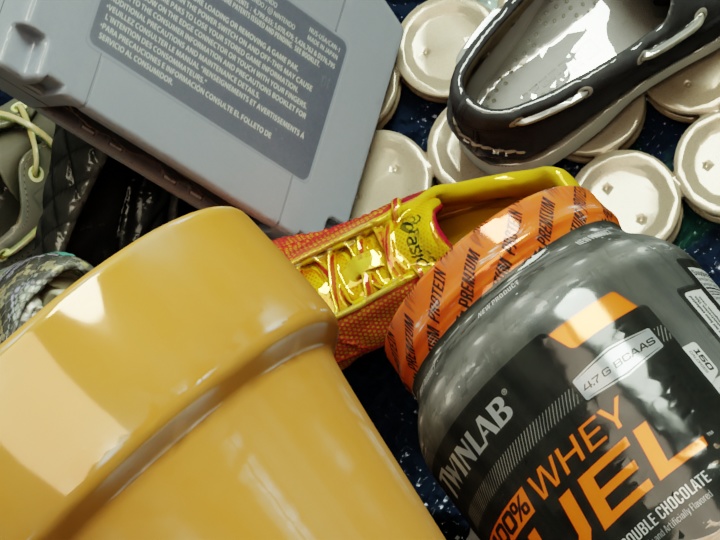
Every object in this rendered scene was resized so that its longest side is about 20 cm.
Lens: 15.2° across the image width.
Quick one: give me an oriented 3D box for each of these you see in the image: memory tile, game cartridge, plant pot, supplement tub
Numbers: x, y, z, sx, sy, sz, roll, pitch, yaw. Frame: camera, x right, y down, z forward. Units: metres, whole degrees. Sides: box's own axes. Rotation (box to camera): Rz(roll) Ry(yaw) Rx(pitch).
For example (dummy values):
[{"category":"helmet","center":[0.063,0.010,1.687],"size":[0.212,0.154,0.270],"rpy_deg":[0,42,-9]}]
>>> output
[{"category":"memory tile","center":[0.077,-0.061,1.184],"size":[0.199,0.017,0.154],"rpy_deg":[-20,69,2]},{"category":"game cartridge","center":[-0.065,-0.101,1.120],"size":[0.041,0.200,0.134],"rpy_deg":[-4,64,41]},{"category":"plant pot","center":[-0.051,0.112,0.930],"size":[0.200,0.200,0.183],"rpy_deg":[-43,79,-6]},{"category":"supplement tub","center":[0.104,0.075,0.953],"size":[0.122,0.123,0.200],"rpy_deg":[-37,68,-4]}]

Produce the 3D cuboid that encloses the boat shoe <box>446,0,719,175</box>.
[{"category":"boat shoe","center":[0.117,-0.122,1.156],"size":[0.200,0.060,0.074],"rpy_deg":[-38,69,-4]}]

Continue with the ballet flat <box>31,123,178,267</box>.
[{"category":"ballet flat","center":[-0.107,-0.001,1.152],"size":[0.066,0.057,0.201],"rpy_deg":[4,90,-27]}]

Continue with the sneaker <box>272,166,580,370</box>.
[{"category":"sneaker","center":[0.000,0.000,1.106],"size":[0.199,0.077,0.073],"rpy_deg":[-22,69,-13]}]

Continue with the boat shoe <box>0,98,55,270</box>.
[{"category":"boat shoe","center":[-0.154,-0.035,1.194],"size":[0.201,0.060,0.072],"rpy_deg":[-40,67,-5]}]

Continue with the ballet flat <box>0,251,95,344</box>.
[{"category":"ballet flat","center":[-0.113,0.085,1.080],"size":[0.072,0.072,0.201],"rpy_deg":[-12,75,6]}]

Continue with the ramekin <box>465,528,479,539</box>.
[{"category":"ramekin","center":[0.127,0.139,1.056],"size":[0.199,0.105,0.201],"rpy_deg":[-3,70,9]}]
